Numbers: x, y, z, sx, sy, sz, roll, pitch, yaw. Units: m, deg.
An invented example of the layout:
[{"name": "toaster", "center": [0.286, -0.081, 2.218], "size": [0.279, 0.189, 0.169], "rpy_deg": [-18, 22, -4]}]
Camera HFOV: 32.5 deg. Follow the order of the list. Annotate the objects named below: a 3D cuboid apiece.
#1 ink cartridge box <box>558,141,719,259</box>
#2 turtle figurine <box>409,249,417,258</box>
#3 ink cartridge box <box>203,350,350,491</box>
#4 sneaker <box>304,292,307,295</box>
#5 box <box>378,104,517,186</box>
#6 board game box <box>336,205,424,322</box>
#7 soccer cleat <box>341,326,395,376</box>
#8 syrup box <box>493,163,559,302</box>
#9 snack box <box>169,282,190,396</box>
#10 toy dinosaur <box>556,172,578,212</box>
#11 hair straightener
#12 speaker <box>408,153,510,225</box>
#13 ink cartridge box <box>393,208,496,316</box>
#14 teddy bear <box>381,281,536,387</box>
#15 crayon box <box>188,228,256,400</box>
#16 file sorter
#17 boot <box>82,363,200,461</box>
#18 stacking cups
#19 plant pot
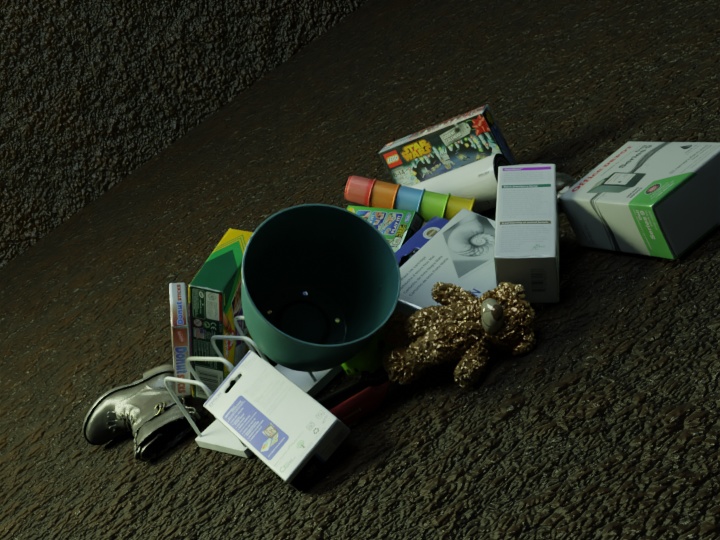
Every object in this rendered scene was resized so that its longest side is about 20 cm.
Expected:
[{"name": "ink cartridge box", "center": [0.372, -0.094, 1.580], "size": [0.146, 0.084, 0.200], "rpy_deg": [-37, 20, -18]}, {"name": "turtle figurine", "center": [0.014, -0.019, 1.906], "size": [0.200, 0.101, 0.150], "rpy_deg": [-45, 24, -20]}, {"name": "ink cartridge box", "center": [-0.107, 0.184, 1.543], "size": [0.099, 0.039, 0.200], "rpy_deg": [-50, 45, -6]}, {"name": "sneaker", "center": [-0.075, -0.014, 1.982], "size": [0.199, 0.115, 0.081], "rpy_deg": [-41, 21, -26]}, {"name": "box", "center": [0.147, -0.172, 2.012], "size": [0.200, 0.137, 0.040], "rpy_deg": [-19, 20, 31]}, {"name": "board game box", "center": [0.000, 0.000, 1.812], "size": [0.134, 0.029, 0.200], "rpy_deg": [7, 66, 40]}, {"name": "soccer cleat", "center": [0.030, 0.070, 1.708], "size": [0.081, 0.068, 0.200], "rpy_deg": [-19, 26, 34]}, {"name": "syrup box", "center": [0.219, -0.051, 1.615], "size": [0.081, 0.079, 0.200], "rpy_deg": [-1, 40, 11]}, {"name": "snack box", "center": [-0.255, 0.101, 1.749], "size": [0.024, 0.200, 0.072], "rpy_deg": [-3, 57, -8]}, {"name": "toy dinosaur", "center": [0.269, -0.112, 1.787], "size": [0.102, 0.077, 0.200], "rpy_deg": [-47, 22, -22]}, {"name": "hair straightener", "center": [0.021, 0.135, 1.582], "size": [0.200, 0.041, 0.077], "rpy_deg": [-33, 30, -8]}, {"name": "speaker", "center": [0.145, -0.117, 1.969], "size": [0.200, 0.081, 0.081], "rpy_deg": [-19, 23, 30]}, {"name": "ink cartridge box", "center": [0.117, -0.004, 1.678], "size": [0.200, 0.041, 0.200], "rpy_deg": [23, 52, 35]}, {"name": "teddy bear", "center": [0.113, 0.074, 1.519], "size": [0.200, 0.067, 0.145], "rpy_deg": [-1, 53, 32]}, {"name": "crayon box", "center": [-0.198, 0.067, 1.847], "size": [0.058, 0.200, 0.173], "rpy_deg": [11, 33, 12]}, {"name": "file sorter", "center": [-0.151, 0.141, 1.708], "size": [0.200, 0.125, 0.139], "rpy_deg": [-42, 22, -28]}, {"name": "boot", "center": [-0.332, 0.230, 1.844], "size": [0.200, 0.069, 0.174], "rpy_deg": [-36, 27, 5]}, {"name": "stacking cups", "center": [0.076, -0.109, 1.908], "size": [0.200, 0.061, 0.061], "rpy_deg": [16, 32, 6]}, {"name": "plant pot", "center": [-0.064, 0.039, 1.597], "size": [0.201, 0.201, 0.161], "rpy_deg": [-42, -12, -28]}]
